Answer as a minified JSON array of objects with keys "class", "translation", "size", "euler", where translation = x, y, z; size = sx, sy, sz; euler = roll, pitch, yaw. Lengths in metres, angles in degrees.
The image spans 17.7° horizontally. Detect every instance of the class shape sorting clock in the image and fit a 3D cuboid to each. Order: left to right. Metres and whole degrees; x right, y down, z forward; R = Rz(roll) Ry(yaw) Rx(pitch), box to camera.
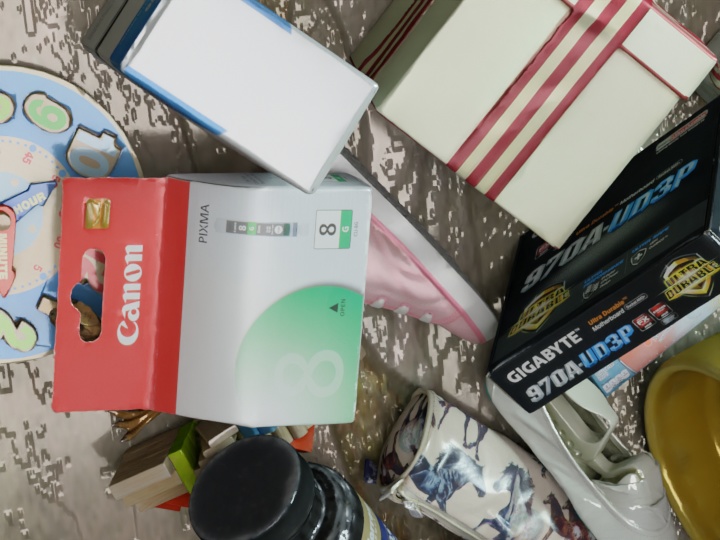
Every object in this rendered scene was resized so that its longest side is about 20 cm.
[{"class":"shape sorting clock","translation":[-0.240,-0.036,1.545],"size":[0.198,0.039,0.202],"euler":[-3,102,-13]}]

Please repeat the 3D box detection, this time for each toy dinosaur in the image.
[{"class":"toy dinosaur","translation":[-0.131,0.065,1.571],"size":[0.199,0.061,0.106],"euler":[8,142,-45]}]

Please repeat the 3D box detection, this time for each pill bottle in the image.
[{"class":"pill bottle","translation":[-0.032,0.201,1.569],"size":[0.112,0.112,0.200],"euler":[-40,133,-3]}]

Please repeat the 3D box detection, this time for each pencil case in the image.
[{"class":"pencil case","translation":[0.101,0.170,1.644],"size":[0.199,0.078,0.090],"euler":[34,66,-17]}]

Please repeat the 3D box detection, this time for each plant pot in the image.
[{"class":"plant pot","translation":[0.333,0.114,1.640],"size":[0.188,0.200,0.202],"euler":[-26,107,-23]}]

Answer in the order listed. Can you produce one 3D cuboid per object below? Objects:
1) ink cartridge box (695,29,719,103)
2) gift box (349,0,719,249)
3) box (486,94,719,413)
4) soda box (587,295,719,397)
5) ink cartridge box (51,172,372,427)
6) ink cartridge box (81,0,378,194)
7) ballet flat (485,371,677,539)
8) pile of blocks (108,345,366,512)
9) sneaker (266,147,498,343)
[{"class":"ink cartridge box","translation":[0.311,-0.169,1.561],"size":[0.057,0.200,0.163],"euler":[40,91,-19]},{"class":"gift box","translation":[0.125,-0.145,1.541],"size":[0.199,0.185,0.187],"euler":[34,101,-21]},{"class":"box","translation":[0.178,-0.011,1.541],"size":[0.046,0.159,0.200],"euler":[41,127,-18]},{"class":"soda box","translation":[0.224,-0.001,1.643],"size":[0.200,0.068,0.064],"euler":[-39,107,-2]},{"class":"ink cartridge box","translation":[-0.095,0.020,1.499],"size":[0.198,0.050,0.162],"euler":[-2,105,-24]},{"class":"ink cartridge box","translation":[-0.088,-0.132,1.478],"size":[0.144,0.200,0.085],"euler":[33,91,-17]},{"class":"ballet flat","translation":[0.167,0.131,1.621],"size":[0.069,0.069,0.200],"euler":[-40,89,-2]},{"class":"pile of blocks","translation":[-0.074,0.118,1.593],"size":[0.199,0.082,0.062],"euler":[-32,106,-6]},{"class":"sneaker","translation":[0.000,0.000,1.593],"size":[0.105,0.075,0.200],"euler":[-45,107,4]}]
